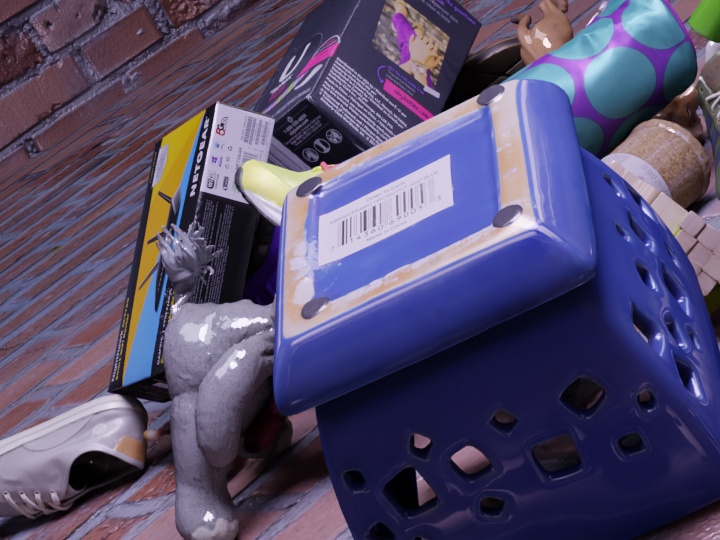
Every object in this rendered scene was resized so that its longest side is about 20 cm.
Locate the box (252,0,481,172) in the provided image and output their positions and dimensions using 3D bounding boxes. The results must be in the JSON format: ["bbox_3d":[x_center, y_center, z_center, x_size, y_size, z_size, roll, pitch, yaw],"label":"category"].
[{"bbox_3d":[-0.004,-0.140,1.639,0.122,0.106,0.200,-34,22,44],"label":"box"}]

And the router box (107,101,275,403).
[{"bbox_3d":[-0.126,-0.009,1.536,0.149,0.051,0.201,157,125,-65],"label":"router box"}]

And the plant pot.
[{"bbox_3d":[0.062,0.029,1.074,0.200,0.180,0.200,-25,32,17],"label":"plant pot"}]

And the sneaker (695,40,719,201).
[{"bbox_3d":[0.257,-0.105,1.414,0.067,0.090,0.200,-24,15,18],"label":"sneaker"}]

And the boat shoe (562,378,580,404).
[{"bbox_3d":[0.066,0.027,1.281,0.075,0.061,0.200,3,17,-32],"label":"boat shoe"}]

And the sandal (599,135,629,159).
[{"bbox_3d":[0.173,-0.078,1.566,0.055,0.082,0.200,-53,24,-4],"label":"sandal"}]

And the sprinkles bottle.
[{"bbox_3d":[0.155,-0.026,1.392,0.068,0.068,0.200,-13,22,50],"label":"sprinkles bottle"}]

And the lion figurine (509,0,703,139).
[{"bbox_3d":[0.180,-0.148,1.613,0.200,0.073,0.122,27,24,20],"label":"lion figurine"}]

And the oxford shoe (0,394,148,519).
[{"bbox_3d":[-0.243,0.158,1.579,0.200,0.075,0.058,-27,59,19],"label":"oxford shoe"}]

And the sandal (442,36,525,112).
[{"bbox_3d":[0.080,-0.144,1.762,0.200,0.082,0.055,-37,48,35],"label":"sandal"}]

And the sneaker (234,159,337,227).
[{"bbox_3d":[0.016,-0.053,1.395,0.199,0.091,0.078,13,11,-9],"label":"sneaker"}]

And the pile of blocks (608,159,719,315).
[{"bbox_3d":[0.184,-0.007,1.274,0.062,0.082,0.200,-52,19,5],"label":"pile of blocks"}]

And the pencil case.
[{"bbox_3d":[0.136,-0.116,1.467,0.200,0.085,0.092,-34,59,-6],"label":"pencil case"}]

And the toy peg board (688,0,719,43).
[{"bbox_3d":[0.314,-0.170,1.370,0.098,0.200,0.199,-56,-6,23],"label":"toy peg board"}]

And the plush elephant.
[{"bbox_3d":[-0.038,0.057,1.338,0.154,0.201,0.165,-6,14,17],"label":"plush elephant"}]

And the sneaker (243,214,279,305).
[{"bbox_3d":[-0.065,0.021,1.626,0.200,0.099,0.070,111,175,-50],"label":"sneaker"}]

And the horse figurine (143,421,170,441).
[{"bbox_3d":[-0.074,0.082,1.520,0.200,0.050,0.132,-39,11,-24],"label":"horse figurine"}]
